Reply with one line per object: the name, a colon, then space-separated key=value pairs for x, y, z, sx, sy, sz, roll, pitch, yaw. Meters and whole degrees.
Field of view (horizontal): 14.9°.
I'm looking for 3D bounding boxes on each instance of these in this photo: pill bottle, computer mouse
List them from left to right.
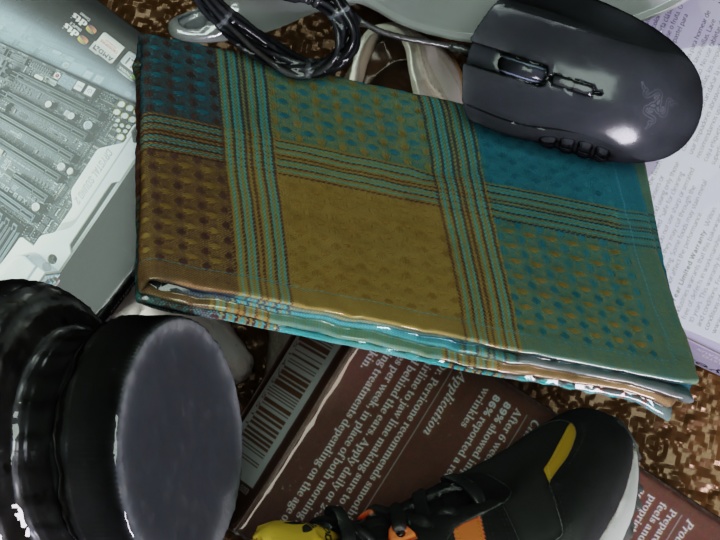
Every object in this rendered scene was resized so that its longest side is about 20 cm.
pill bottle: x=-0.147 y=0.059 z=0.929 sx=0.199 sy=0.112 sz=0.112 roll=-1 pitch=81 yaw=25
computer mouse: x=0.033 y=-0.082 z=1.002 sx=0.199 sy=0.034 sz=0.059 roll=13 pitch=98 yaw=-10

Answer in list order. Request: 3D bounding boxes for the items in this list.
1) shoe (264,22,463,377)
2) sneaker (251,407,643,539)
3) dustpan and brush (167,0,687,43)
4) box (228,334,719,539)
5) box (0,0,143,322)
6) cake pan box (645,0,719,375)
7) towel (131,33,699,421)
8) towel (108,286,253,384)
shoe: x=0.000 y=0.000 z=1.064 sx=0.070 sy=0.053 sz=0.201 roll=7 pitch=80 yaw=7
sneaker: x=0.010 y=0.104 z=0.924 sx=0.200 sy=0.070 sz=0.090 roll=-45 pitch=110 yaw=-15
dustpan and brush: x=0.021 y=-0.124 z=1.060 sx=0.199 sy=0.057 sz=0.140 roll=-11 pitch=46 yaw=-22
box: x=0.049 y=0.096 z=1.018 sx=0.200 sy=0.075 sz=0.100 roll=34 pitch=87 yaw=-18
box: x=-0.166 y=-0.052 z=1.032 sx=0.200 sy=0.050 sz=0.158 roll=38 pitch=81 yaw=1
cake pan box: x=0.171 y=-0.055 z=1.093 sx=0.184 sy=0.052 sz=0.201 roll=24 pitch=81 yaw=-3
towel: x=0.016 y=-0.018 z=0.982 sx=0.199 sy=0.022 sz=0.147 roll=12 pitch=38 yaw=-14
towel: x=-0.173 y=0.016 z=1.063 sx=0.191 sy=0.032 sz=0.200 roll=-38 pitch=87 yaw=-8
